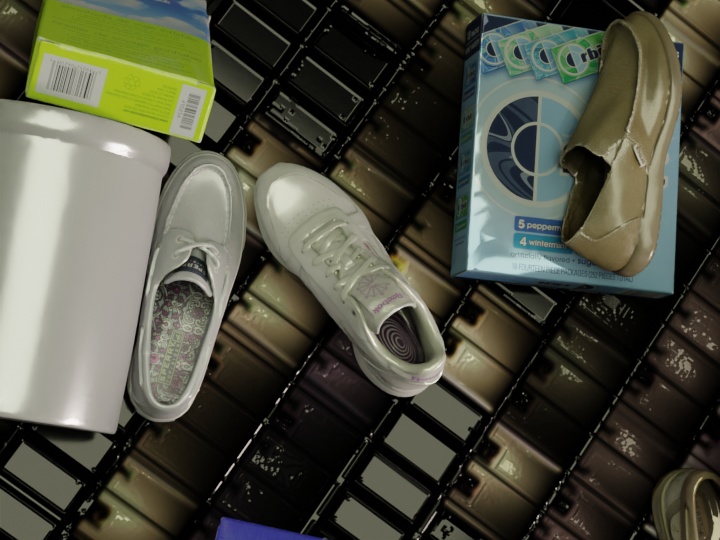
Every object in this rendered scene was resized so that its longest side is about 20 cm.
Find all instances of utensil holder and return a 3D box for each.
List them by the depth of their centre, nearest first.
[{"bbox_3d":[-0.227,0.001,1.167,0.170,0.170,0.200,10,84,-13],"label":"utensil holder"}]

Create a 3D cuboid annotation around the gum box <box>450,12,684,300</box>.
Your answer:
[{"bbox_3d":[0.161,-0.086,1.336,0.170,0.045,0.200,7,81,-13],"label":"gum box"}]

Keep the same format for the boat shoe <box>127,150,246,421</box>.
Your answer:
[{"bbox_3d":[-0.125,0.008,1.239,0.072,0.069,0.200,20,79,-11],"label":"boat shoe"}]

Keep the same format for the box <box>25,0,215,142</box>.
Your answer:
[{"bbox_3d":[-0.166,-0.157,1.207,0.122,0.200,0.048,14,112,-12],"label":"box"}]

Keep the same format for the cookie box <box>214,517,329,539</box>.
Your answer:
[{"bbox_3d":[-0.016,0.273,1.175,0.200,0.075,0.172,8,78,29],"label":"cookie box"}]

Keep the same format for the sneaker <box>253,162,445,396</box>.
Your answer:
[{"bbox_3d":[0.000,0.000,1.257,0.075,0.100,0.200,-38,92,-13],"label":"sneaker"}]

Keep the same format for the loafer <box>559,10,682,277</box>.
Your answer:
[{"bbox_3d":[0.189,-0.097,1.282,0.067,0.076,0.200,7,81,-21],"label":"loafer"}]

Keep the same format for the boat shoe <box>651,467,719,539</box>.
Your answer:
[{"bbox_3d":[0.279,0.247,1.312,0.072,0.065,0.200,-16,87,-15],"label":"boat shoe"}]
